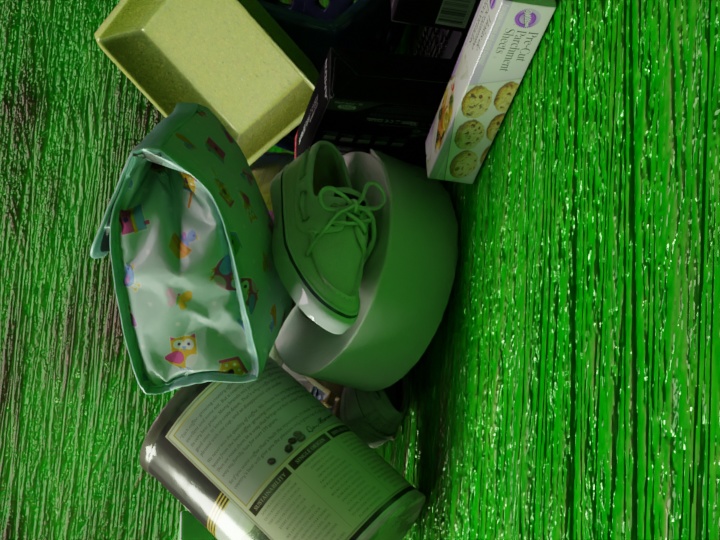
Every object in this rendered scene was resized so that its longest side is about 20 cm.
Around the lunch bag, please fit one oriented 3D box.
[{"bbox_3d":[-0.134,-0.026,0.933,0.170,0.121,0.201,-72,-30,-70],"label":"lunch bag"}]

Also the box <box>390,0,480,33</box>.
[{"bbox_3d":[0.079,-0.310,0.915,0.200,0.078,0.142,111,164,-56],"label":"box"}]

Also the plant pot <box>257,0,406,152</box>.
[{"bbox_3d":[-0.068,-0.241,1.221,0.200,0.199,0.180,-50,-26,-44],"label":"plant pot"}]

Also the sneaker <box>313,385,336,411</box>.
[{"bbox_3d":[-0.035,0.097,1.194,0.200,0.082,0.070,-75,5,-46],"label":"sneaker"}]

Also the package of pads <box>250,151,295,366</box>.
[{"bbox_3d":[-0.096,-0.008,1.181,0.200,0.068,0.155,-74,-14,-46],"label":"package of pads"}]

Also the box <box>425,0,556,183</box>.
[{"bbox_3d":[0.090,-0.138,0.854,0.200,0.041,0.039,112,160,-55],"label":"box"}]

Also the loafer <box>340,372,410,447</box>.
[{"bbox_3d":[0.020,0.069,1.091,0.070,0.070,0.201,-40,39,38],"label":"loafer"}]

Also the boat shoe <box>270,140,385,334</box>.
[{"bbox_3d":[-0.019,-0.040,0.936,0.086,0.074,0.202,-46,30,24],"label":"boat shoe"}]

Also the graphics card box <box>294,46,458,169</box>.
[{"bbox_3d":[0.015,-0.128,1.027,0.200,0.125,0.051,127,145,-72],"label":"graphics card box"}]

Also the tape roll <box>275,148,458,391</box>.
[{"bbox_3d":[0.000,0.000,1.015,0.202,0.071,0.203,-39,42,47],"label":"tape roll"}]

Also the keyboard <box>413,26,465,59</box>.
[{"bbox_3d":[0.065,-0.219,1.095,0.200,0.020,0.128,117,156,-61],"label":"keyboard"}]

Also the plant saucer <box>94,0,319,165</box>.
[{"bbox_3d":[-0.139,-0.207,1.121,0.200,0.200,0.048,-30,17,51],"label":"plant saucer"}]

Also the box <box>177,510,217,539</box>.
[{"bbox_3d":[-0.083,0.336,1.116,0.097,0.199,0.177,-121,37,-74],"label":"box"}]

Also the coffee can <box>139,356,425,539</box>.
[{"bbox_3d":[-0.066,0.178,0.982,0.146,0.200,0.147,-44,-19,-19],"label":"coffee can"}]

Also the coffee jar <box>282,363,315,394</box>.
[{"bbox_3d":[-0.075,0.108,1.317,0.085,0.104,0.200,-44,-7,7],"label":"coffee jar"}]

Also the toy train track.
[{"bbox_3d":[-0.008,0.098,1.126,0.033,0.115,0.200,-38,21,38],"label":"toy train track"}]
